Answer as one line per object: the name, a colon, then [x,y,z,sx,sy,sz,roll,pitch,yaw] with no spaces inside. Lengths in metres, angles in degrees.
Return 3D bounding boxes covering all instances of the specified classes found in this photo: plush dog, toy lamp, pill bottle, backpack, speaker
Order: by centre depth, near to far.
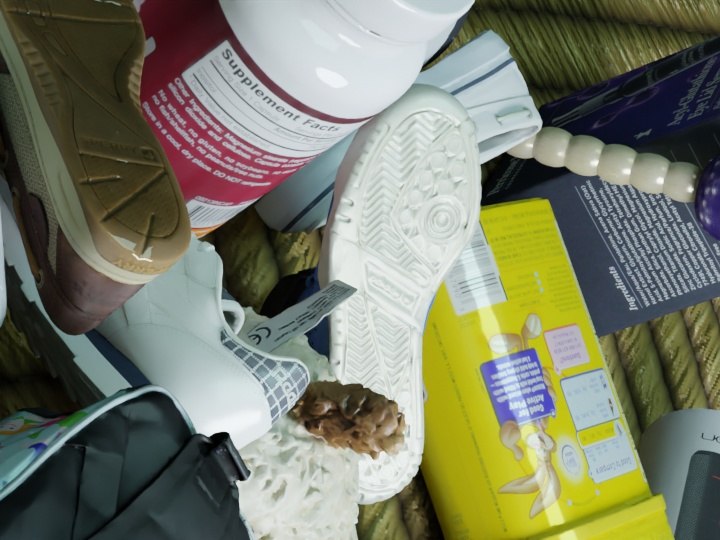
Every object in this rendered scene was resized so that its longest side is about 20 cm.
backpack: [-0.129,0.155,1.059,0.200,0.151,0.178,-43,112,-52]
plush dog: [-0.046,0.111,1.251,0.200,0.160,0.172,-75,160,-43]
pill bottle: [-0.045,-0.102,1.267,0.113,0.200,0.113,26,48,-32]
toy lamp: [0.109,-0.064,1.544,0.058,0.200,0.058,18,90,-74]
speaker: [0.183,0.171,1.622,0.081,0.081,0.200,53,34,-26]

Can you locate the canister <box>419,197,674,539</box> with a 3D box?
canister: [0.080,0.069,1.511,0.149,0.087,0.200,-10,80,-59]

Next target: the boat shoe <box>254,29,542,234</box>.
boat shoe: [0.030,-0.060,1.445,0.067,0.074,0.200,51,49,1]

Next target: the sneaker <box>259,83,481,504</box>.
sneaker: [-0.001,0.000,1.357,0.077,0.111,0.200,1,106,-21]

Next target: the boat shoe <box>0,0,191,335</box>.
boat shoe: [-0.126,-0.060,1.155,0.072,0.072,0.200,11,44,-38]

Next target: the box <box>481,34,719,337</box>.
box: [0.186,-0.054,1.638,0.104,0.200,0.148,60,31,-16]

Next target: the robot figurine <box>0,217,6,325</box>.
robot figurine: [-0.197,-0.033,1.100,0.170,0.113,0.200,97,-13,-69]

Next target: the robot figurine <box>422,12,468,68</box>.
robot figurine: [-0.015,-0.143,1.442,0.200,0.125,0.150,-36,104,-59]

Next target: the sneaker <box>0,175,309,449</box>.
sneaker: [-0.103,0.005,1.192,0.200,0.080,0.076,50,-16,28]
